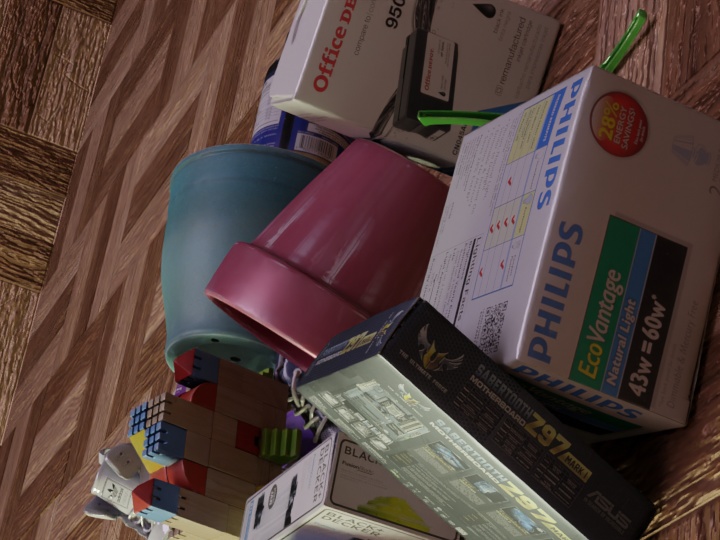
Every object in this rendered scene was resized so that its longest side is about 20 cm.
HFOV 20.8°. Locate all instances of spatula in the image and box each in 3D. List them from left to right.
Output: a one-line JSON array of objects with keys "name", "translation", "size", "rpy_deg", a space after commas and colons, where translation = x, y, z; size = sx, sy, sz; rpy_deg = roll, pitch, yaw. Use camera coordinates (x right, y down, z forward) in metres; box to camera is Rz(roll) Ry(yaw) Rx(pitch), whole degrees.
[{"name": "spatula", "translation": [-0.058, 0.175, 1.713], "size": [0.056, 0.021, 0.200], "rpy_deg": [-30, 20, 6]}]

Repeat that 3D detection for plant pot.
[{"name": "plant pot", "translation": [-0.105, 0.013, 1.866], "size": [0.200, 0.199, 0.189], "rpy_deg": [-45, 28, 55]}, {"name": "plant pot", "translation": [0.000, 0.000, 1.613], "size": [0.180, 0.199, 0.200], "rpy_deg": [-56, 16, -6]}]

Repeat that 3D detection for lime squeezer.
[{"name": "lime squeezer", "translation": [0.146, -0.136, 1.494], "size": [0.199, 0.071, 0.038], "rpy_deg": [-23, 24, 29]}]

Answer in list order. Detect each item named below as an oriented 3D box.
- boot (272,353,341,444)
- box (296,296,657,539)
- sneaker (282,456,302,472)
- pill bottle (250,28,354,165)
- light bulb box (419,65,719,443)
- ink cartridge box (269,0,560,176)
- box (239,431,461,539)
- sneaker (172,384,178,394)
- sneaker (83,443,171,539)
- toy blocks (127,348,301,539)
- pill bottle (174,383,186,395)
[{"name": "boot", "translation": [-0.034, 0.125, 1.717], "size": [0.201, 0.090, 0.073], "rpy_deg": [-92, 27, -51]}, {"name": "box", "translation": [0.068, 0.109, 1.219], "size": [0.051, 0.200, 0.158], "rpy_deg": [-52, 9, -20]}, {"name": "sneaker", "translation": [-0.062, 0.228, 1.707], "size": [0.201, 0.082, 0.078], "rpy_deg": [-95, 29, -57]}, {"name": "pill bottle", "translation": [-0.054, -0.158, 2.064], "size": [0.112, 0.111, 0.202], "rpy_deg": [137, 149, -57]}, {"name": "light bulb box", "translation": [0.133, 0.000, 1.267], "size": [0.200, 0.124, 0.200], "rpy_deg": [-23, 49, 67]}, {"name": "ink cartridge box", "translation": [0.044, -0.171, 1.611], "size": [0.084, 0.198, 0.146], "rpy_deg": [-171, 100, -73]}, {"name": "box", "translation": [-0.011, 0.196, 1.521], "size": [0.200, 0.116, 0.061], "rpy_deg": [-41, 33, 57]}, {"name": "sneaker", "translation": [-0.147, 0.077, 2.154], "size": [0.130, 0.079, 0.200], "rpy_deg": [-96, 30, -58]}, {"name": "sneaker", "translation": [-0.183, 0.222, 1.731], "size": [0.200, 0.114, 0.076], "rpy_deg": [-101, 32, -62]}, {"name": "toy blocks", "translation": [-0.134, 0.150, 1.643], "size": [0.100, 0.136, 0.202], "rpy_deg": [-28, 47, 44]}, {"name": "pill bottle", "translation": [-0.147, 0.188, 1.968], "size": [0.112, 0.112, 0.202], "rpy_deg": [150, 137, -65]}]
